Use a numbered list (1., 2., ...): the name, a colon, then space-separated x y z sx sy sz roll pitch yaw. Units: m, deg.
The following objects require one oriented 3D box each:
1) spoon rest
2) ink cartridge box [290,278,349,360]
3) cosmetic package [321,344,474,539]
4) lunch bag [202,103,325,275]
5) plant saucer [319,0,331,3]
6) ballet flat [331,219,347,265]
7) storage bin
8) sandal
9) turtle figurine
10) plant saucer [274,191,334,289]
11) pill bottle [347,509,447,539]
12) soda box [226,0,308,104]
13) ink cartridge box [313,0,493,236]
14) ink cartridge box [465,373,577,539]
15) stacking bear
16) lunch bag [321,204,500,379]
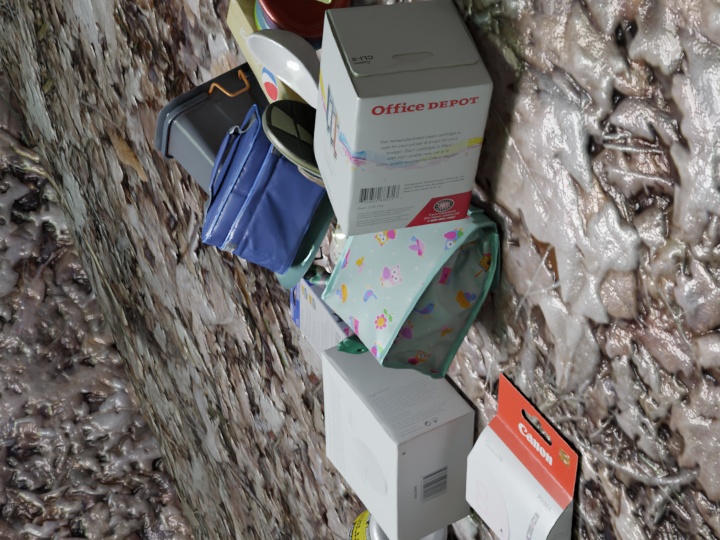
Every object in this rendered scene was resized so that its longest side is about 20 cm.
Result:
1. spoon rest: -0.048 -0.218 1.574 0.199 0.061 0.099 29 166 -4
2. ink cartridge box: -0.044 0.087 1.999 0.200 0.042 0.120 49 150 36
3. cosmetic package: 0.048 0.216 1.784 0.200 0.123 0.200 47 149 42
4. lunch bag: -0.123 -0.113 1.713 0.201 0.132 0.136 -64 17 17
5. plant saucer: -0.071 -0.406 1.456 0.200 0.048 0.201 31 132 51
6. ballet flat: -0.008 -0.065 1.656 0.075 0.064 0.201 0 84 33
7. storage bin: -0.161 -0.191 1.857 0.134 0.200 0.146 50 153 16
8. sandal: -0.040 -0.126 1.572 0.057 0.201 0.080 -23 48 39
9. turtle figurine: 0.000 0.000 1.745 0.150 0.100 0.201 -48 44 45
10. plant saucer: -0.074 -0.074 1.792 0.200 0.027 0.200 -59 18 32
11. pill bottle: 0.045 0.389 1.950 0.113 0.112 0.200 64 157 13
12. soda box: -0.108 -0.285 1.803 0.200 0.064 0.068 61 157 19
13. ink cartridge box: 0.039 -0.162 1.422 0.200 0.145 0.145 98 159 -48
14. ink cartridge box: 0.186 0.247 1.588 0.163 0.057 0.201 48 154 44
15. stacking bear: -0.083 -0.318 1.670 0.200 0.121 0.114 161 96 -77
16. lunch bag: 0.066 -0.005 1.551 0.170 0.122 0.201 44 112 49
